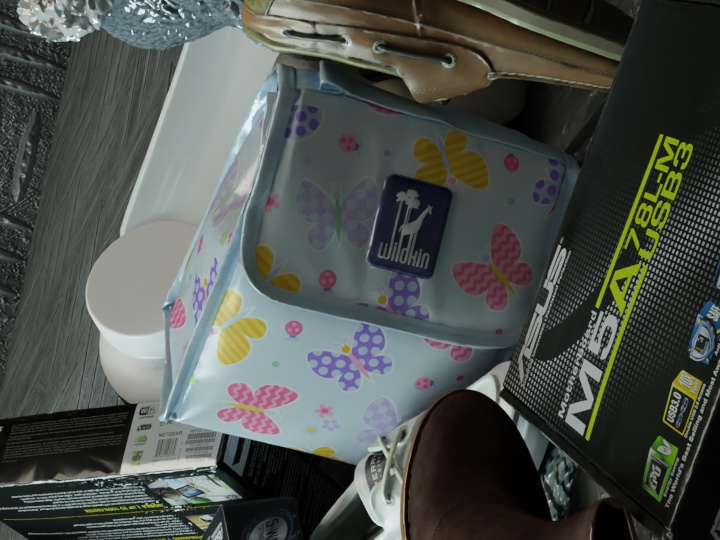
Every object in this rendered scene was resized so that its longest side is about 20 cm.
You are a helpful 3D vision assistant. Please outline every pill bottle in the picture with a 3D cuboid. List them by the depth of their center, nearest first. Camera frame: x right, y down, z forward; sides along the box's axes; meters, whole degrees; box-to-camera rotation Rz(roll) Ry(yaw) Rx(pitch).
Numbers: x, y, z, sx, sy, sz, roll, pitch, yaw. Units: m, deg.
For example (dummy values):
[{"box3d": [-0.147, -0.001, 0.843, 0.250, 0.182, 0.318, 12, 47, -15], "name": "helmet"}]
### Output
[{"box3d": [-0.095, 0.062, 1.070, 0.200, 0.112, 0.113, 65, -157, -50], "name": "pill bottle"}]

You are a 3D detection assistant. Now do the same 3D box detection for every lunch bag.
[{"box3d": [0.000, 0.000, 0.893, 0.127, 0.169, 0.200, -98, 29, -54], "name": "lunch bag"}]

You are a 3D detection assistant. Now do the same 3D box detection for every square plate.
[{"box3d": [-0.037, -0.069, 1.090, 0.198, 0.200, 0.028, -68, -14, 16], "name": "square plate"}]

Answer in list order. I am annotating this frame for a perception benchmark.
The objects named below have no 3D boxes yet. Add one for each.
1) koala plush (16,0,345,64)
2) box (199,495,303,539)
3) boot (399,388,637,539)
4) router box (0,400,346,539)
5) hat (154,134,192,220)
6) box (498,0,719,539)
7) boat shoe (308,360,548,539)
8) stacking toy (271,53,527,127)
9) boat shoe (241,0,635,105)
[{"box3d": [-0.085, -0.181, 0.946, 0.200, 0.177, 0.184, -16, 96, 37], "name": "koala plush"}, {"box3d": [-0.065, 0.236, 0.973, 0.200, 0.043, 0.160, 120, 140, -58], "name": "box"}, {"box3d": [0.075, 0.118, 0.695, 0.166, 0.072, 0.200, 122, 147, -59], "name": "boot"}, {"box3d": [-0.123, 0.137, 1.039, 0.200, 0.149, 0.051, -8, 54, 30], "name": "router box"}, {"box3d": [-0.045, -0.054, 1.186, 0.081, 0.200, 0.201, 28, 104, 35], "name": "hat"}, {"box3d": [0.134, -0.010, 0.687, 0.193, 0.047, 0.200, -138, 66, -70], "name": "box"}, {"box3d": [0.029, 0.113, 0.871, 0.074, 0.067, 0.200, -92, 25, -46], "name": "boat shoe"}, {"box3d": [0.014, -0.035, 1.009, 0.146, 0.146, 0.200, -106, 20, -61], "name": "stacking toy"}, {"box3d": [0.042, -0.118, 0.833, 0.072, 0.200, 0.068, -77, 5, -65], "name": "boat shoe"}]
